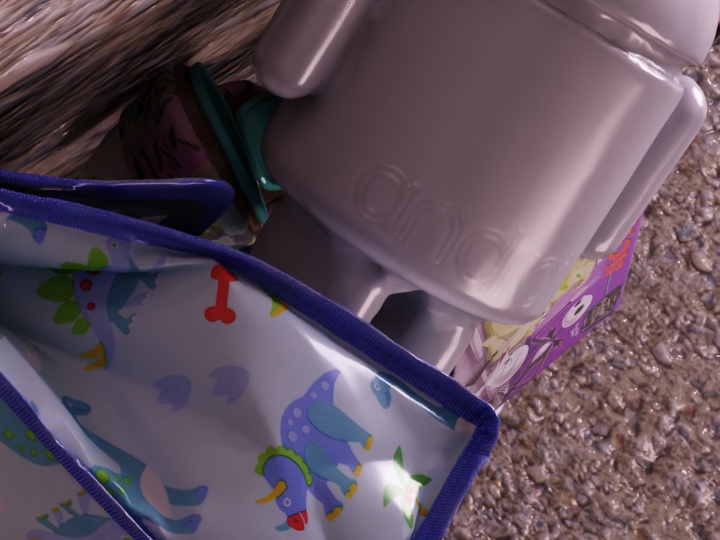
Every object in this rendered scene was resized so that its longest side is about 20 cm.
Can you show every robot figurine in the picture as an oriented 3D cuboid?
[{"bbox_3d":[0.044,-0.062,0.756,0.201,0.169,0.113,-59,-141,10],"label":"robot figurine"}]

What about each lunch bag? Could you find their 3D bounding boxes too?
[{"bbox_3d":[-0.086,0.051,0.722,0.170,0.199,0.128,-34,-152,58],"label":"lunch bag"}]

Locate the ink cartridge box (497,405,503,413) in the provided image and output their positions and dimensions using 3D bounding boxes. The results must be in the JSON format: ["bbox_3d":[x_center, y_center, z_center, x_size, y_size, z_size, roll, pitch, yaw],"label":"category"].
[{"bbox_3d":[-0.028,0.081,1.183,0.199,0.084,0.145,-22,-157,39],"label":"ink cartridge box"}]

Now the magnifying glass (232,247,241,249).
[{"bbox_3d":[-0.083,-0.027,0.992,0.079,0.023,0.200,1,-169,3],"label":"magnifying glass"}]

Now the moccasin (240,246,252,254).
[{"bbox_3d":[0.000,0.000,1.099,0.199,0.081,0.068,-4,-150,26],"label":"moccasin"}]

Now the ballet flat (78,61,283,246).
[{"bbox_3d":[-0.065,-0.038,0.846,0.071,0.070,0.200,-21,-178,7],"label":"ballet flat"}]

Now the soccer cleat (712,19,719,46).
[{"bbox_3d":[0.097,-0.143,1.062,0.199,0.085,0.069,-8,142,-34],"label":"soccer cleat"}]

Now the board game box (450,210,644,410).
[{"bbox_3d":[0.075,-0.006,0.975,0.120,0.032,0.200,-43,160,-21],"label":"board game box"}]
